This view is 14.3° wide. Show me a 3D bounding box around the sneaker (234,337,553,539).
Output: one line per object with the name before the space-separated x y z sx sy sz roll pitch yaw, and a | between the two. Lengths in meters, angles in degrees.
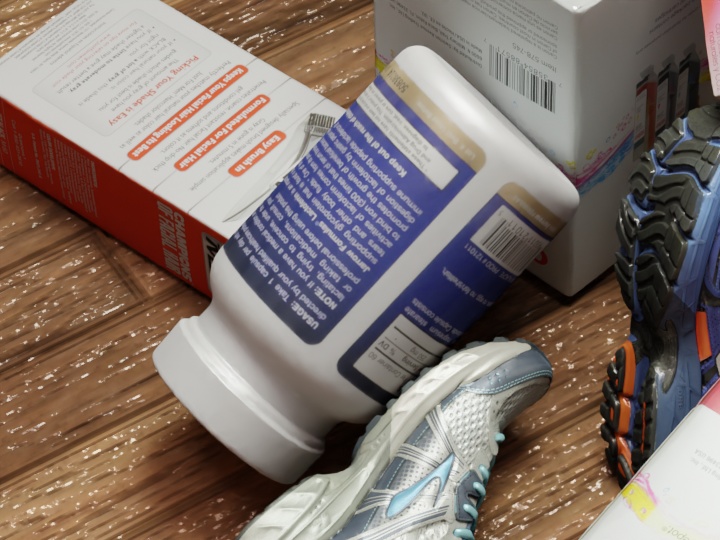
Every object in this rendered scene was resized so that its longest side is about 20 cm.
sneaker | 0.029 0.116 1.361 0.086 0.078 0.200 41 68 19

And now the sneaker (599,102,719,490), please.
sneaker | 0.166 0.014 1.367 0.078 0.201 0.075 -3 26 -20

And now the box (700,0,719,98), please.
box | 0.218 -0.175 1.341 0.094 0.102 0.201 -19 67 38

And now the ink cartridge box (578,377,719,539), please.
ink cartridge box | 0.174 0.153 1.278 0.145 0.083 0.200 34 69 29

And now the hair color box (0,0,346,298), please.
hair color box | -0.096 -0.067 1.528 0.200 0.064 0.111 31 56 29

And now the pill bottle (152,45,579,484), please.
pill bottle | 0.000 0.000 1.380 0.200 0.116 0.116 -47 54 6

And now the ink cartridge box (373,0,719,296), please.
ink cartridge box | 0.103 -0.123 1.474 0.145 0.201 0.144 35 56 30
